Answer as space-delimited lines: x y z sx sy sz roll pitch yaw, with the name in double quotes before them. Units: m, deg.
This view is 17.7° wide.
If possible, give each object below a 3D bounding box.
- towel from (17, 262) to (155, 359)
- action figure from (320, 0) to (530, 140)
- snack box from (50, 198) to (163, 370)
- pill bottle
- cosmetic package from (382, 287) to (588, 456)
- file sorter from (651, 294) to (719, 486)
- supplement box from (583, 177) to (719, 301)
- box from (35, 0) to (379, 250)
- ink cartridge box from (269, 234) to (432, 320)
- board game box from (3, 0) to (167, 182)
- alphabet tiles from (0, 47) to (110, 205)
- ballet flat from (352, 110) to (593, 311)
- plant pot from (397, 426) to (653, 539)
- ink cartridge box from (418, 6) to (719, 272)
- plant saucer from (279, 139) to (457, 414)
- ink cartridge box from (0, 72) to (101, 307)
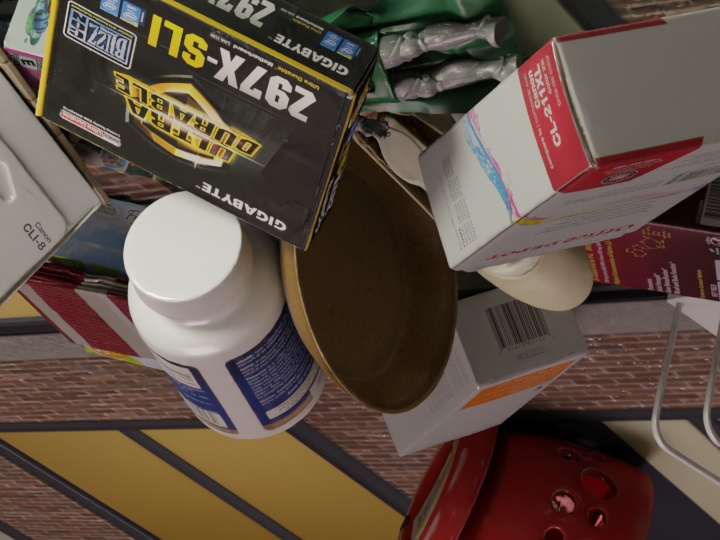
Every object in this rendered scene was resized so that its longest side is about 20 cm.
"towel" -0.172 0.040 1.845 0.199 0.023 0.144 10 158 24
"action figure" 0.002 -0.124 1.455 0.199 0.055 0.119 -7 130 23
"snack box" -0.154 0.021 1.901 0.167 0.068 0.200 13 155 8
"pill bottle" -0.095 0.029 1.591 0.110 0.112 0.200 8 155 17
"cosmetic package" 0.089 0.076 1.814 0.101 0.072 0.200 -17 167 -21
"file sorter" 0.329 0.081 1.665 0.138 0.125 0.199 31 151 -34
"supplement box" 0.176 -0.037 1.577 0.199 0.061 0.109 10 156 17
"box" -0.098 -0.115 1.435 0.199 0.049 0.160 27 141 5
"ink cartridge box" -0.052 -0.007 1.666 0.199 0.037 0.095 25 155 -26
"board game box" -0.136 -0.120 1.586 0.199 0.065 0.148 13 157 3
"alphabet tiles" -0.274 -0.124 1.623 0.199 0.008 0.168 17 149 47
"ballet flat" 0.068 -0.045 1.514 0.200 0.069 0.070 44 157 7
"plant pot" 0.137 0.233 2.043 0.182 0.201 0.201 26 156 -3
"ink cartridge box" 0.142 -0.078 1.404 0.145 0.083 0.200 -13 169 -26
"plant saucer" 0.000 0.000 1.588 0.035 0.201 0.200 -10 147 33
"ink cartridge box" -0.307 -0.056 1.601 0.146 0.145 0.200 52 156 -24
